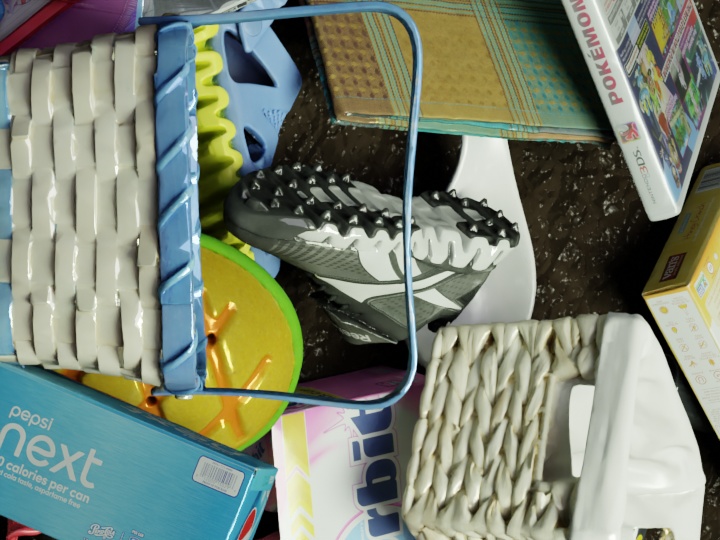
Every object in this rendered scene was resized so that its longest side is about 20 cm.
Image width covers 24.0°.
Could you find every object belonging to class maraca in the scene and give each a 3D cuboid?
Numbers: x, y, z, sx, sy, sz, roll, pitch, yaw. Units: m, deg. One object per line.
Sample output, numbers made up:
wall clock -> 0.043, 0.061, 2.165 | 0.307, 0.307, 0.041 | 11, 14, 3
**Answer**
maraca -> -0.126, 0.035, 0.852 | 0.198, 0.107, 0.138 | 13, 111, -14

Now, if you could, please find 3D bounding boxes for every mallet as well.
mallet -> 0.192, 0.156, 1.109 | 0.065, 0.041, 0.202 | 14, 92, -35

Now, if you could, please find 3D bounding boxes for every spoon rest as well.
spoon rest -> 0.058, -0.035, 0.987 | 0.099, 0.060, 0.202 | -11, 100, -31

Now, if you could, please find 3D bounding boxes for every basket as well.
basket -> -0.072, -0.031, 0.740 | 0.198, 0.139, 0.179 | 2, 92, 0
basket -> 0.113, 0.126, 0.947 | 0.200, 0.122, 0.137 | 56, 39, -52

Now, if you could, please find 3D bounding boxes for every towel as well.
towel -> 0.052, -0.138, 0.953 | 0.198, 0.022, 0.148 | 1, 62, -33

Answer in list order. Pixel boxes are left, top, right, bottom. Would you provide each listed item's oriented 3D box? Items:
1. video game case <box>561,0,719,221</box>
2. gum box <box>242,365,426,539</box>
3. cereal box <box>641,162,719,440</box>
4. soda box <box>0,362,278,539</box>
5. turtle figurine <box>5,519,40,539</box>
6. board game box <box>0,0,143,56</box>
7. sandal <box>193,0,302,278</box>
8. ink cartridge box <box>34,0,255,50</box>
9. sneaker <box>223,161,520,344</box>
video game case -> 0.163, -0.153, 1.001 | 0.183, 0.023, 0.200 | 65, 28, -20
gum box -> -0.010, 0.165, 0.959 | 0.113, 0.066, 0.202 | -10, 100, -32
cereal box -> 0.259, 0.048, 1.105 | 0.201, 0.039, 0.144 | 57, 41, -23
soda box -> -0.142, 0.081, 0.773 | 0.198, 0.068, 0.065 | 22, 87, 8
turtle figurine -> -0.130, 0.177, 0.845 | 0.199, 0.101, 0.151 | 29, 76, -12
board game box -> -0.180, -0.130, 0.782 | 0.156, 0.039, 0.202 | 9, 99, 1
sandal -> -0.064, -0.091, 0.896 | 0.086, 0.079, 0.202 | -16, 105, -34
ink cartridge box -> -0.109, -0.159, 0.821 | 0.198, 0.039, 0.100 | -25, 97, 2
sneaker -> 0.000, 0.000, 0.891 | 0.199, 0.066, 0.091 | 6, 118, -47
